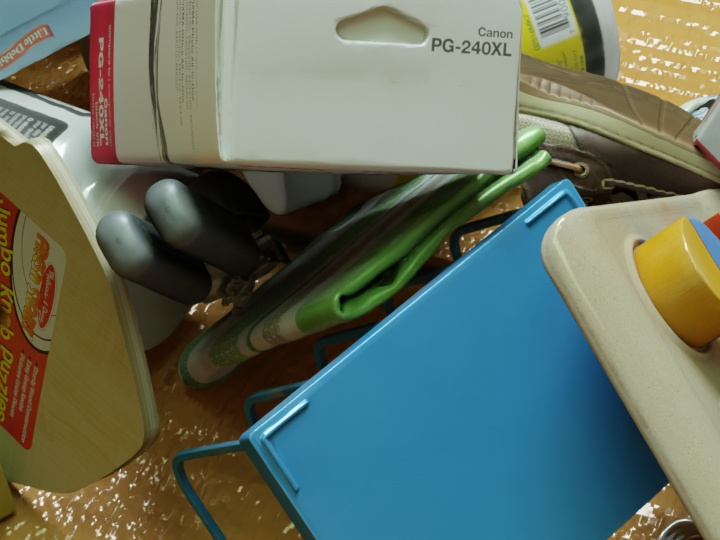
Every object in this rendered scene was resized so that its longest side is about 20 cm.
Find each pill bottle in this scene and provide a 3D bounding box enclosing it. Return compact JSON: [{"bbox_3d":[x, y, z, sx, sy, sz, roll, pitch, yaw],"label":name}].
[{"bbox_3d":[-0.181,-0.036,1.326,0.199,0.117,0.117,22,53,23],"label":"pill bottle"},{"bbox_3d":[0.028,-0.110,1.378,0.199,0.115,0.115,-23,50,-15],"label":"pill bottle"}]

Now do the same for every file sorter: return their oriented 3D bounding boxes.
[{"bbox_3d":[0.035,0.079,1.176,0.200,0.123,0.139,-38,99,-27],"label":"file sorter"}]

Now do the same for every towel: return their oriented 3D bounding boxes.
[{"bbox_3d":[0.000,0.000,1.249,0.149,0.200,0.031,-41,99,-25],"label":"towel"}]

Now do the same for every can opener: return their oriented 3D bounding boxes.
[{"bbox_3d":[-0.081,-0.015,1.213,0.052,0.200,0.067,-34,82,7],"label":"can opener"}]

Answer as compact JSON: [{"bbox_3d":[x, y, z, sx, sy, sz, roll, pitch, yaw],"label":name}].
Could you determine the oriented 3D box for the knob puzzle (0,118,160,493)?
[{"bbox_3d":[-0.156,0.018,1.229,0.030,0.221,0.219,-22,47,-40],"label":"knob puzzle"}]

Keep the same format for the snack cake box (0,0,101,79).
[{"bbox_3d":[-0.130,-0.187,1.335,0.199,0.067,0.115,-28,31,-1],"label":"snack cake box"}]

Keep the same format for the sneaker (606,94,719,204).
[{"bbox_3d":[0.158,-0.049,1.339,0.199,0.073,0.072,-27,53,-17],"label":"sneaker"}]

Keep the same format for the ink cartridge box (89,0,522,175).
[{"bbox_3d":[-0.030,-0.087,1.192,0.144,0.084,0.200,1,3,-22],"label":"ink cartridge box"}]

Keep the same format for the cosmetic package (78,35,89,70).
[{"bbox_3d":[-0.054,-0.156,1.445,0.199,0.091,0.107,-30,49,-17],"label":"cosmetic package"}]

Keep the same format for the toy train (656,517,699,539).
[{"bbox_3d":[0.143,0.184,1.140,0.149,0.056,0.200,24,54,24],"label":"toy train"}]

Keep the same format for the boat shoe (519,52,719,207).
[{"bbox_3d":[0.100,-0.060,1.293,0.199,0.072,0.072,18,19,1],"label":"boat shoe"}]

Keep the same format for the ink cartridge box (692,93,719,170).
[{"bbox_3d":[0.284,-0.066,1.270,0.199,0.084,0.144,-21,61,-45],"label":"ink cartridge box"}]

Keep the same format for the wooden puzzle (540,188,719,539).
[{"bbox_3d":[0.178,0.043,1.155,0.200,0.046,0.186,-12,70,-60],"label":"wooden puzzle"}]

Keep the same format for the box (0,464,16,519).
[{"bbox_3d":[-0.260,0.068,1.285,0.075,0.050,0.200,-34,53,-22],"label":"box"}]
